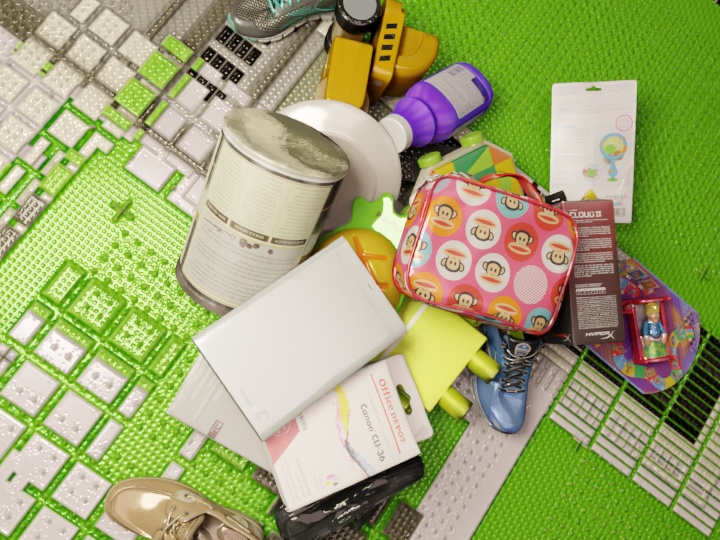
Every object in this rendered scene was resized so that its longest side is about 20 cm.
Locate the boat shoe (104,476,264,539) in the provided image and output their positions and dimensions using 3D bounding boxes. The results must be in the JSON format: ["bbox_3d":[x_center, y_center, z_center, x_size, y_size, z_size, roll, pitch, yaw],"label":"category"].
[{"bbox_3d":[-0.208,0.300,0.769,0.199,0.065,0.072,20,80,-9],"label":"boat shoe"}]

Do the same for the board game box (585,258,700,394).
[{"bbox_3d":[0.420,0.082,0.939,0.200,0.039,0.158,39,77,-5],"label":"board game box"}]

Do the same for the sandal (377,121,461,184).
[{"bbox_3d":[0.084,-0.149,0.899,0.200,0.048,0.076,13,79,-23],"label":"sandal"}]

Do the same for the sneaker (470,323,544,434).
[{"bbox_3d":[0.197,0.118,0.863,0.078,0.089,0.201,1,83,-11],"label":"sneaker"}]

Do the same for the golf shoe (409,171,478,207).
[{"bbox_3d":[0.131,-0.025,0.827,0.088,0.077,0.201,-23,94,-9],"label":"golf shoe"}]

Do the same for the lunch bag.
[{"bbox_3d":[0.148,-0.030,0.747,0.199,0.082,0.177,18,87,-12],"label":"lunch bag"}]

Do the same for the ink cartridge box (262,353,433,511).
[{"bbox_3d":[-0.012,0.177,0.741,0.199,0.067,0.117,-20,84,-17],"label":"ink cartridge box"}]

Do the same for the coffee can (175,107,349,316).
[{"bbox_3d":[-0.116,-0.063,0.743,0.146,0.147,0.201,22,119,-8],"label":"coffee can"}]

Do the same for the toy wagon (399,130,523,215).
[{"bbox_3d":[0.127,-0.088,0.873,0.199,0.040,0.156,-27,110,-14],"label":"toy wagon"}]

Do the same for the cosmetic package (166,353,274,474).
[{"bbox_3d":[-0.123,0.178,0.792,0.199,0.090,0.107,29,75,-4],"label":"cosmetic package"}]

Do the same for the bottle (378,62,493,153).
[{"bbox_3d":[0.099,-0.214,0.858,0.084,0.065,0.200,47,51,5],"label":"bottle"}]

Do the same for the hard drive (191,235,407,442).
[{"bbox_3d":[-0.062,0.071,0.703,0.200,0.026,0.132,-35,90,-19],"label":"hard drive"}]

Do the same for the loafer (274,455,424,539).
[{"bbox_3d":[-0.009,0.291,0.814,0.200,0.068,0.071,-21,96,-8],"label":"loafer"}]

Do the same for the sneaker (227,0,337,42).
[{"bbox_3d":[-0.083,-0.372,0.862,0.199,0.091,0.078,-23,88,-13],"label":"sneaker"}]

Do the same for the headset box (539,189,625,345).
[{"bbox_3d":[0.271,-0.004,0.860,0.075,0.149,0.201,-3,87,-12],"label":"headset box"}]

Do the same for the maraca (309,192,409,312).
[{"bbox_3d":[0.000,0.000,0.799,0.137,0.107,0.200,34,93,9],"label":"maraca"}]

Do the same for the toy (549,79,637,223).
[{"bbox_3d":[0.336,-0.170,0.942,0.115,0.047,0.201,1,93,12],"label":"toy"}]

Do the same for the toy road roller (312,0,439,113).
[{"bbox_3d":[0.019,-0.261,0.854,0.145,0.123,0.201,13,81,-10],"label":"toy road roller"}]

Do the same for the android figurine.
[{"bbox_3d":[0.079,0.099,0.845,0.200,0.041,0.182,37,84,13],"label":"android figurine"}]

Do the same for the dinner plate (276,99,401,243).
[{"bbox_3d":[-0.047,-0.113,0.811,0.199,0.024,0.201,1,123,1],"label":"dinner plate"}]
